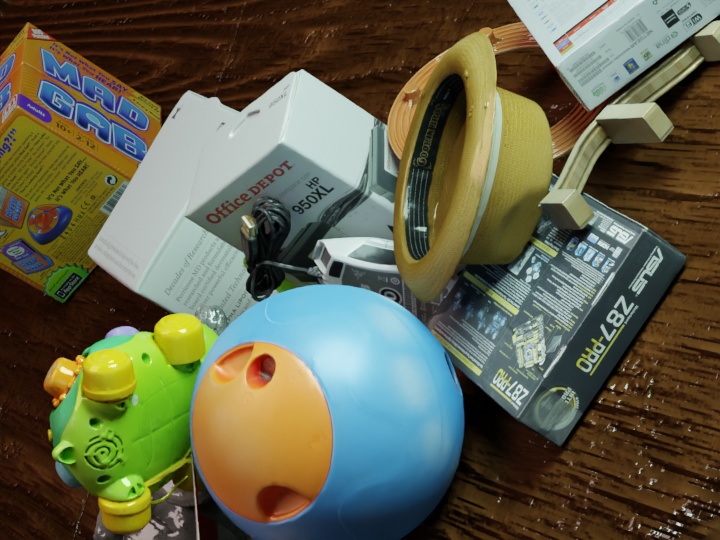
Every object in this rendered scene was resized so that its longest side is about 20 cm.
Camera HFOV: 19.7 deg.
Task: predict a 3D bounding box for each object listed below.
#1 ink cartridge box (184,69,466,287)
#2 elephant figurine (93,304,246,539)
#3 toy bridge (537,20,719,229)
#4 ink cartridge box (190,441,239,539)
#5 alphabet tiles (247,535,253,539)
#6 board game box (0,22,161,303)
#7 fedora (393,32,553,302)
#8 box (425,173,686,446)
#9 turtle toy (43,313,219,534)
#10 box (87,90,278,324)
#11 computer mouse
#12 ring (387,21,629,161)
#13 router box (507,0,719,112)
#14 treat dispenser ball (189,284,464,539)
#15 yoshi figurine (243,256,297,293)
[{"bbox_3d":[-0.021,-0.055,1.705,0.145,0.200,0.084,-34,33,43],"label":"ink cartridge box"},{"bbox_3d":[-0.123,0.158,1.684,0.200,0.155,0.142,-58,-1,17],"label":"elephant figurine"},{"bbox_3d":[0.197,-0.107,1.501,0.200,0.027,0.067,-48,21,-18],"label":"toy bridge"},{"bbox_3d":[-0.091,0.248,1.528,0.162,0.050,0.200,-102,8,-57],"label":"ink cartridge box"},{"bbox_3d":[-0.103,0.232,1.751,0.196,0.015,0.200,-58,23,0],"label":"alphabet tiles"},{"bbox_3d":[-0.376,-0.128,2.475,0.200,0.200,0.200,-46,27,24],"label":"board game box"},{"bbox_3d":[0.087,-0.070,1.515,0.201,0.082,0.201,-168,90,-74],"label":"fedora"},{"bbox_3d":[0.134,0.020,1.503,0.161,0.049,0.200,-55,24,2],"label":"box"},{"bbox_3d":[-0.165,0.099,1.575,0.101,0.146,0.200,13,28,36],"label":"turtle toy"},{"bbox_3d":[-0.143,-0.052,2.023,0.200,0.131,0.199,-59,23,-1],"label":"box"},{"bbox_3d":[0.000,0.000,1.656,0.110,0.200,0.044,88,-157,-46],"label":"computer mouse"},{"bbox_3d":[0.115,-0.141,1.643,0.200,0.019,0.200,-14,39,12],"label":"ring"},{"bbox_3d":[0.217,-0.229,1.575,0.200,0.049,0.180,-37,27,9],"label":"router box"},{"bbox_3d":[-0.024,0.110,1.513,0.201,0.201,0.201,-44,28,30],"label":"treat dispenser ball"},{"bbox_3d":[-0.067,0.033,1.811,0.112,0.112,0.200,-38,27,51],"label":"yoshi figurine"}]
